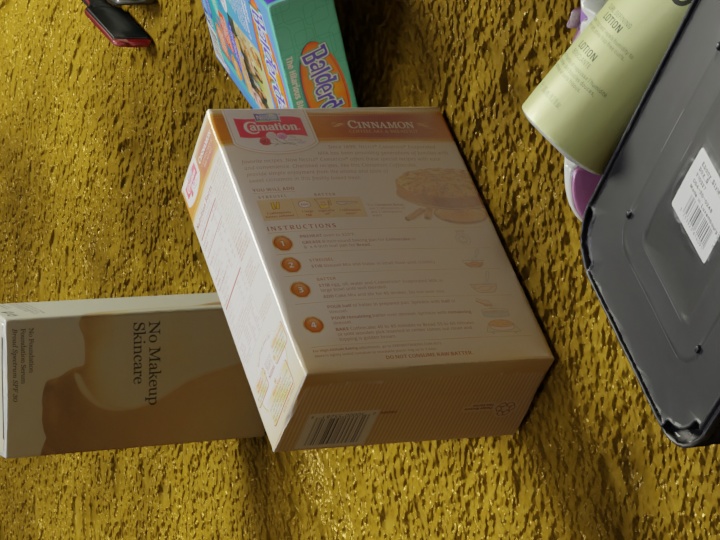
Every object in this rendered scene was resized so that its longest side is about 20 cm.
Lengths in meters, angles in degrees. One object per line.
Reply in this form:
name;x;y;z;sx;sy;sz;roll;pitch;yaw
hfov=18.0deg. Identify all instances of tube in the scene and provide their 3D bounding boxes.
tube;0.152;-0.134;1.017;0.058;0.052;0.200;43;105;8

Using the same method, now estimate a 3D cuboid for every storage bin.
storage bin;0.185;-0.032;0.967;0.200;0.094;0.135;114;144;-44

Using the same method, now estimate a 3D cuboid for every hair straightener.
hair straightener;-0.214;-0.252;1.899;0.200;0.041;0.077;-128;42;-58

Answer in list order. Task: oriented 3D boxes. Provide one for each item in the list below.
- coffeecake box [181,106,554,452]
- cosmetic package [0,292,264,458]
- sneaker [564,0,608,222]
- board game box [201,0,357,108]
coffeecake box;0.000;0.000;1.305;0.073;0.153;0.200;114;145;-44
cosmetic package;-0.171;0.073;1.636;0.071;0.200;0.105;-163;70;-63
sneaker;0.135;-0.121;1.098;0.088;0.080;0.200;-104;23;-69
board game box;-0.060;-0.162;1.489;0.200;0.045;0.152;-124;16;-49
